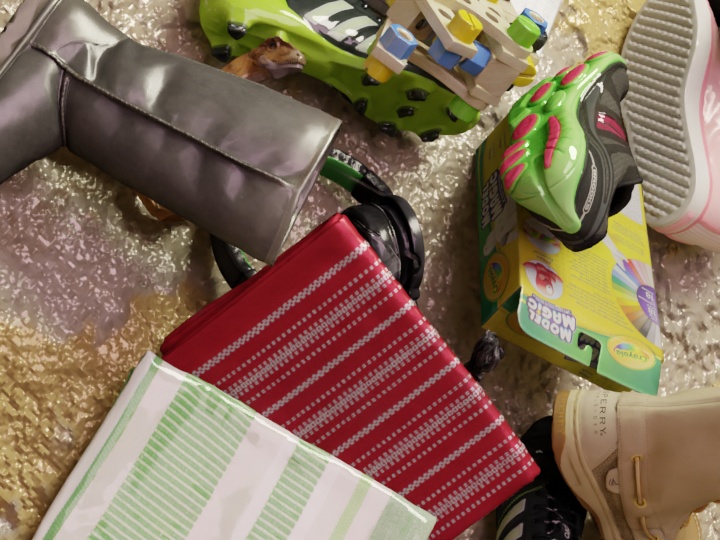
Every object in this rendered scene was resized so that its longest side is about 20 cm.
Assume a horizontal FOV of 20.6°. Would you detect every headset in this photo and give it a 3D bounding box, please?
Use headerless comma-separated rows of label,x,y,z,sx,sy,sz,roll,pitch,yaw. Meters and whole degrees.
headset,0.000,0.000,1.214,0.200,0.094,0.123,46,56,4

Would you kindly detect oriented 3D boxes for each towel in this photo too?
towel,-0.008,0.082,1.172,0.144,0.022,0.200,-37,97,8
towel,-0.072,0.154,1.127,0.199,0.023,0.153,31,66,-5

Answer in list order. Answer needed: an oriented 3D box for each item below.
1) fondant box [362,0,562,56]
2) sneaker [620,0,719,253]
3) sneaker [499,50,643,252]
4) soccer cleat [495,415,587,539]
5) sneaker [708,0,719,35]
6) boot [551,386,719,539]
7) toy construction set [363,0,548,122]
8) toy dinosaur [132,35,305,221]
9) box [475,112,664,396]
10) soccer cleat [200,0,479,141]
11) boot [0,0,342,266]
fondant box,0.051,-0.238,1.350,0.199,0.058,0.145,32,60,-17
sneaker,0.243,-0.102,1.414,0.104,0.075,0.201,24,55,-37
sneaker,0.139,-0.075,1.277,0.084,0.076,0.200,55,31,-18
soccer cleat,0.114,0.178,1.229,0.067,0.081,0.201,30,60,-19
sneaker,0.275,-0.204,1.410,0.073,0.200,0.112,-24,79,-2
boot,0.221,0.128,1.231,0.200,0.155,0.073,52,37,-45
toy construction set,0.052,-0.174,1.225,0.131,0.092,0.201,22,44,-30
toy dinosaur,-0.127,-0.085,1.195,0.199,0.060,0.107,-16,79,-13
box,0.134,-0.003,1.281,0.117,0.048,0.201,27,36,-21
soccer cleat,-0.007,-0.148,1.271,0.199,0.067,0.081,22,58,-21
boot,-0.133,-0.058,1.129,0.199,0.073,0.182,33,79,-7
